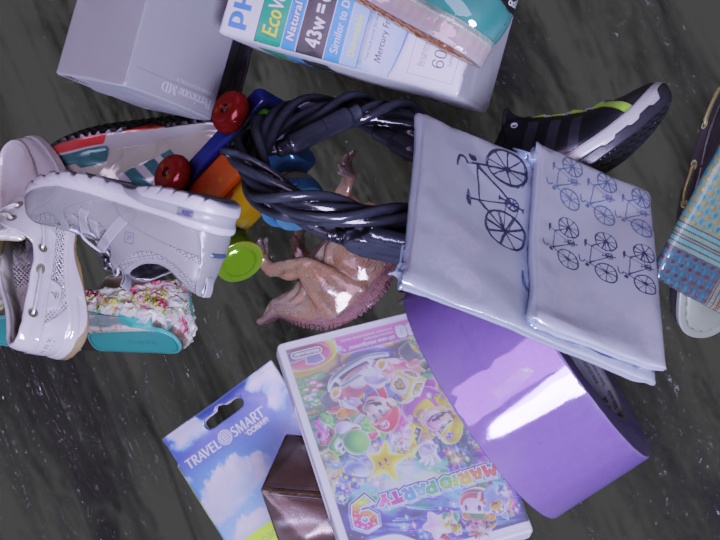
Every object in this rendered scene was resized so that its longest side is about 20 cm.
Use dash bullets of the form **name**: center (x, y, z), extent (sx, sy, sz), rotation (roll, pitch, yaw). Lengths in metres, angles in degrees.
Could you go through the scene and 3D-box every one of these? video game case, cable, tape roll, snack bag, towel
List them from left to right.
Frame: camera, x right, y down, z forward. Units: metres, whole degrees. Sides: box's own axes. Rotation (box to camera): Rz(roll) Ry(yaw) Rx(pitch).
- **cable**: center (-0.003, -0.077, 1.183), extent (0.199, 0.163, 0.051), rotation (11, 135, -10)
- **video game case**: center (0.031, 0.129, 1.249), extent (0.143, 0.018, 0.200), rotation (-13, 63, -13)
- **tape roll**: center (0.122, 0.075, 1.196), extent (0.085, 0.200, 0.200), rotation (-35, 80, 11)
- **snack bag**: center (0.119, -0.025, 1.135), extent (0.199, 0.189, 0.021), rotation (21, 133, -13)
- **towel**: center (0.312, -0.056, 1.200), extent (0.146, 0.022, 0.200), rotation (26, 98, -25)

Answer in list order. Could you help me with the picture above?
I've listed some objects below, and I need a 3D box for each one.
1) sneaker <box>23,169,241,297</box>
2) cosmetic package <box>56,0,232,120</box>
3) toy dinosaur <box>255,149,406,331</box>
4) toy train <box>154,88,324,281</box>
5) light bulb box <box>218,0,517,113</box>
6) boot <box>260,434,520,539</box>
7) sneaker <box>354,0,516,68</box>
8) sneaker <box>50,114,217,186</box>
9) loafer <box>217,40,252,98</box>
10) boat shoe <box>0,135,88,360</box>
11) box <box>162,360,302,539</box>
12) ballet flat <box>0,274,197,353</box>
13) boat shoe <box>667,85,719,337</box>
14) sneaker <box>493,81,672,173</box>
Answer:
- **sneaker**: center (-0.183, -0.027, 1.228), extent (0.200, 0.075, 0.082), rotation (10, 90, 37)
- **cosmetic package**: center (-0.151, -0.227, 1.274), extent (0.090, 0.107, 0.201), rotation (11, 88, 38)
- **toy dinosaur**: center (0.000, 0.000, 1.291), extent (0.200, 0.086, 0.136), rotation (-42, 78, 10)
- **toy train**: center (-0.112, -0.034, 1.264), extent (0.200, 0.085, 0.116), rotation (-45, 46, 18)
- **light bulb box**: center (0.021, -0.245, 1.274), extent (0.199, 0.125, 0.199), rotation (16, 93, 14)
- **boot**: center (0.021, 0.217, 1.242), extent (0.199, 0.064, 0.187), rotation (4, 61, -8)
- **sneaker**: center (0.023, -0.227, 1.177), extent (0.200, 0.071, 0.080), rotation (32, 92, 8)
- **sneaker**: center (-0.155, -0.080, 1.354), extent (0.199, 0.070, 0.094), rotation (-5, 102, 14)
- **loafer**: center (-0.109, -0.233, 1.351), extent (0.072, 0.063, 0.201), rotation (12, 87, 37)
- **boat shoe**: center (-0.270, -0.025, 1.313), extent (0.071, 0.069, 0.200), rotation (-39, 57, 38)
- **box**: center (-0.056, 0.186, 1.320), extent (0.122, 0.048, 0.200), rotation (-36, 80, 11)
- **ballet flat**: center (-0.229, 0.034, 1.372), extent (0.199, 0.076, 0.064), rotation (3, 58, 11)
- **boat shoe**: center (0.275, -0.050, 1.233), extent (0.072, 0.061, 0.202), rotation (13, 101, -27)
- **sneaker**: center (0.143, -0.100, 1.252), extent (0.200, 0.072, 0.083), rotation (-34, 77, -1)
